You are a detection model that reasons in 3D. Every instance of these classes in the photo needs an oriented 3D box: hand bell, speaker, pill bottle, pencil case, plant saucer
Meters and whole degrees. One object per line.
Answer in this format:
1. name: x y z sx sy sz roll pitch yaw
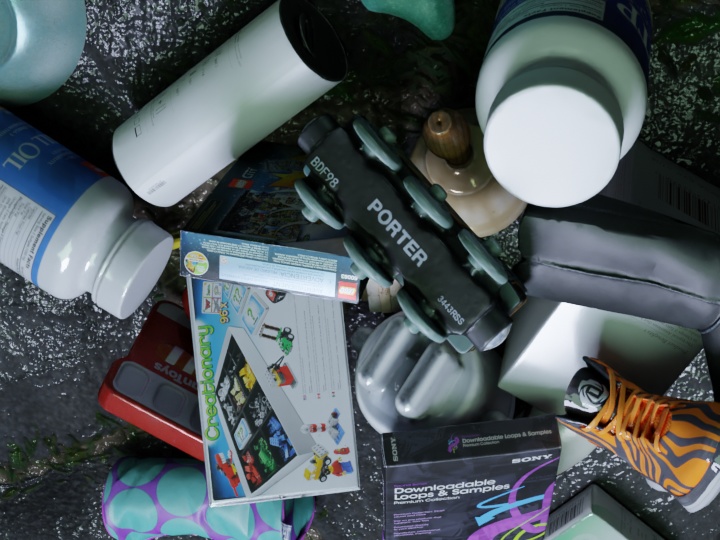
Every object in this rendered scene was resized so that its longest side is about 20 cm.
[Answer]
1. hand bell: 0.069 -0.087 1.002 0.103 0.200 0.106 -1 85 11
2. speaker: -0.106 -0.134 1.101 0.199 0.082 0.081 -33 111 29
3. pill bottle: -0.261 -0.047 1.161 0.199 0.112 0.113 32 126 5
4. pencil case: -0.149 0.232 1.355 0.197 0.085 0.094 2 96 14
5. pill bottle: 0.142 -0.134 0.964 0.118 0.201 0.121 7 125 10
6. plant saucer: -0.324 -0.215 1.128 0.198 0.039 0.203 7 125 10

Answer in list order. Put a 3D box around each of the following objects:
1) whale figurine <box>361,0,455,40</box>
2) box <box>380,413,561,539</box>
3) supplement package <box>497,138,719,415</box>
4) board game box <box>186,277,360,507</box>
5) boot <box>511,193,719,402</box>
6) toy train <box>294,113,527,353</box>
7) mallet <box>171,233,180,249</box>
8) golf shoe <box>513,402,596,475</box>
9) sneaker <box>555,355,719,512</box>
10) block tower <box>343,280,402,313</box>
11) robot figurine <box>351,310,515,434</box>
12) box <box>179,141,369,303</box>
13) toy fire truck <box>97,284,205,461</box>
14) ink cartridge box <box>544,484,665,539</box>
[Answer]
1. whale figurine: 0.061 -0.249 0.967 0.158 0.104 0.201 24 126 -3
2. box: 0.088 0.188 1.145 0.141 0.036 0.201 -7 143 -3
3. supplement package: 0.211 0.021 1.102 0.116 0.118 0.201 28 124 -7
4. board game box: -0.072 0.084 1.127 0.125 0.035 0.203 -5 91 -5
5. boot: 0.204 0.028 0.995 0.197 0.066 0.166 10 125 6
6. toy train: 0.035 -0.026 0.957 0.085 0.114 0.200 -44 79 10
7. mallet: -0.169 -0.020 1.203 0.198 0.066 0.041 -15 116 23
8. golf shoe: 0.142 0.182 1.246 0.199 0.088 0.077 -34 113 29
9. sneaker: 0.201 0.113 0.995 0.111 0.078 0.200 30 168 -1
10. block tower: 0.000 0.000 1.181 0.197 0.058 0.055 0 123 12
11. robot figurine: 0.066 0.101 1.167 0.169 0.200 0.113 37 89 26
12. box: -0.046 -0.043 1.072 0.135 0.200 0.038 8 116 9
13. toy fire truck: -0.119 0.109 1.213 0.199 0.169 0.112 30 126 -7
14. ink cartridge box: 0.241 0.314 1.335 0.199 0.050 0.161 39 124 -10
